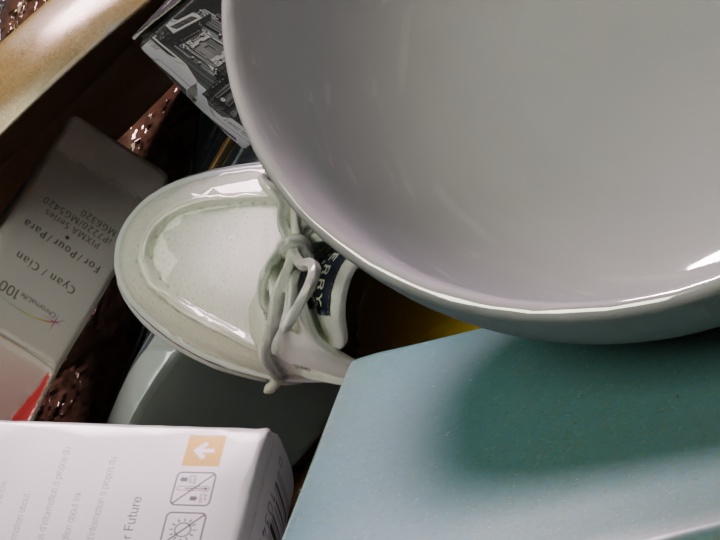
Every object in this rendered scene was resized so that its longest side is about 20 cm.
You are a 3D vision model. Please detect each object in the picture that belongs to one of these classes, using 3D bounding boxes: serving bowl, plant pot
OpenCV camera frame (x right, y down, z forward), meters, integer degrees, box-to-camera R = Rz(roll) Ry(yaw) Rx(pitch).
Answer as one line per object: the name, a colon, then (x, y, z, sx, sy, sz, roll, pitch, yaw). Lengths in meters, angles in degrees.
serving bowl: (0.070, -0.067, 0.680, 0.199, 0.066, 0.201, -10, 61, 19)
plant pot: (-0.107, -0.060, 0.980, 0.027, 0.200, 0.200, 47, 118, 2)
plant pot: (0.102, 0.081, 0.647, 0.199, 0.142, 0.141, -19, 21, 20)

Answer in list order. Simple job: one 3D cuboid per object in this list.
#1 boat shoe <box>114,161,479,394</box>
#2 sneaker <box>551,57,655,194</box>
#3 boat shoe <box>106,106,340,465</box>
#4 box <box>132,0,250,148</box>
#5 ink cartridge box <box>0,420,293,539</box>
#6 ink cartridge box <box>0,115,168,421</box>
boat shoe: (-0.001, 0.005, 0.831, 0.201, 0.086, 0.075, 15, 85, 29)
sneaker: (0.124, -0.017, 0.712, 0.200, 0.073, 0.114, 30, 76, 32)
boat shoe: (-0.036, -0.010, 0.955, 0.201, 0.071, 0.091, -57, 37, 4)
box: (0.031, -0.140, 0.859, 0.158, 0.050, 0.200, -37, 13, 38)
ink cartridge box: (-0.133, 0.130, 0.788, 0.199, 0.047, 0.198, 0, 53, 16)
ink cartridge box: (-0.150, 0.064, 0.972, 0.200, 0.045, 0.177, -47, 14, 52)
